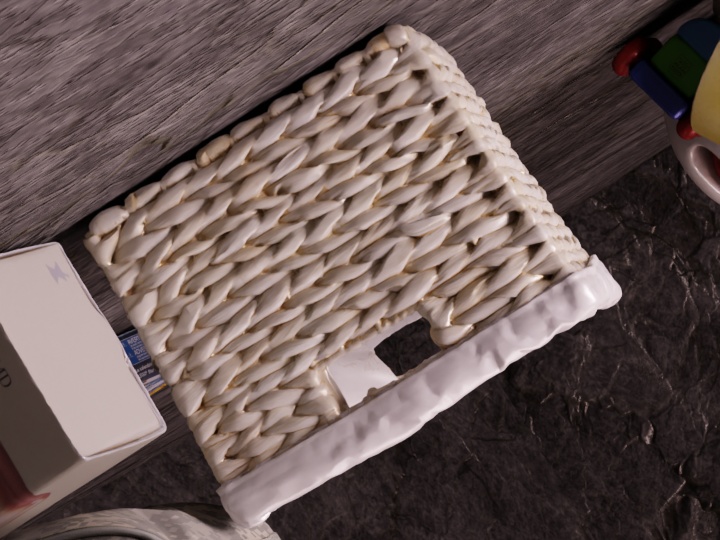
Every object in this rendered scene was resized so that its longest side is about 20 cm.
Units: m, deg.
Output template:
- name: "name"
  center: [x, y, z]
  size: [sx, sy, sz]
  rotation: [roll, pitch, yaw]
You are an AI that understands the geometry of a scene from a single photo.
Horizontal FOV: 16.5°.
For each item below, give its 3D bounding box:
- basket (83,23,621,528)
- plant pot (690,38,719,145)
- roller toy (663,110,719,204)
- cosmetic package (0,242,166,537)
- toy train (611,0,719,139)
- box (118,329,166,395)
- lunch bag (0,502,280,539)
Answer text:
- name: "basket"
  center: [0.000, 0.000, 1.194]
  size: [0.198, 0.161, 0.200]
  rotation: [-32, 176, 8]
- name: "plant pot"
  center: [0.353, -0.144, 1.781]
  size: [0.200, 0.142, 0.200]
  rotation: [-46, 160, -22]
- name: "roller toy"
  center: [0.364, -0.143, 2.114]
  size: [0.182, 0.201, 0.140]
  rotation: [-8, 166, -24]
- name: "cosmetic package"
  center: [-0.201, 0.083, 1.103]
  size: [0.200, 0.104, 0.087]
  rotation: [-34, 174, 20]
- name: "toy train"
  center: [0.270, -0.170, 1.909]
  size: [0.116, 0.085, 0.200]
  rotation: [-46, 173, 14]
- name: "box"
  center: [-0.204, 0.097, 1.773]
  size: [0.200, 0.040, 0.137]
  rotation: [-34, 175, 30]
- name: "lunch bag"
  center: [-0.118, 0.171, 1.094]
  size: [0.167, 0.140, 0.200]
  rotation: [-34, 172, 9]
